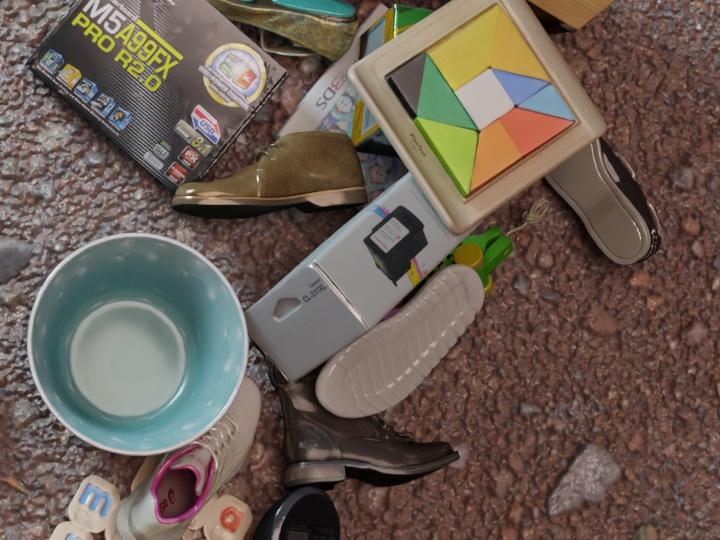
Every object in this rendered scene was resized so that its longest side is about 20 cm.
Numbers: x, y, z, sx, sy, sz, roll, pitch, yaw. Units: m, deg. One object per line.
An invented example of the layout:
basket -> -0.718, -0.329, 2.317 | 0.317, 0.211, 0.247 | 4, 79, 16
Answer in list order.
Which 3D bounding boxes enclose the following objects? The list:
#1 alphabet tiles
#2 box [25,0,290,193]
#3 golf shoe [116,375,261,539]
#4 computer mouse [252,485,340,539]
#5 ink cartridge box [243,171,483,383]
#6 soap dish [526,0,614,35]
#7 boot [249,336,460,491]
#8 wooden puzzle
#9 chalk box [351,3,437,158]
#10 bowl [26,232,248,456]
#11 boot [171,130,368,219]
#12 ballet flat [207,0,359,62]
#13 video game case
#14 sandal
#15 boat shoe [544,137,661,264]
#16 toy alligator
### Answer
alphabet tiles -> -0.192, 0.279, 1.663 | 0.199, 0.015, 0.196 | 32, 68, -10
box -> -0.193, -0.191, 1.706 | 0.200, 0.044, 0.160 | 41, 91, -7
golf shoe -> -0.144, 0.174, 1.653 | 0.075, 0.092, 0.200 | 36, 62, -6
computer mouse -> -0.077, 0.298, 1.673 | 0.138, 0.053, 0.201 | 19, 80, -41
ink cartridge box -> 0.000, 0.000, 1.671 | 0.083, 0.146, 0.200 | 50, 49, -4
soap dish -> 0.153, -0.311, 1.804 | 0.199, 0.157, 0.082 | 29, 90, -10
boot -> -0.004, 0.119, 1.728 | 0.199, 0.069, 0.175 | -1, 73, -24
wooden puzzle -> 0.113, -0.160, 1.668 | 0.200, 0.037, 0.185 | -35, 92, -19
chalk box -> 0.105, -0.173, 1.752 | 0.199, 0.125, 0.125 | 7, 80, -16
bowl -> -0.209, 0.074, 1.645 | 0.200, 0.105, 0.202 | 3, 78, -13
boot -> -0.090, -0.090, 1.713 | 0.199, 0.074, 0.076 | -7, 89, -27
ballet flat -> -0.102, -0.251, 1.758 | 0.199, 0.071, 0.071 | 16, 77, -5
video game case -> 0.042, -0.139, 1.804 | 0.200, 0.024, 0.182 | 39, 73, -8
sandal -> 0.037, 0.070, 1.711 | 0.202, 0.050, 0.083 | -36, 112, -20
boat shoe -> 0.243, -0.097, 1.840 | 0.200, 0.074, 0.060 | 56, 29, 14
toy alligator -> 0.109, -0.009, 1.791 | 0.054, 0.059, 0.200 | 30, 68, 32
